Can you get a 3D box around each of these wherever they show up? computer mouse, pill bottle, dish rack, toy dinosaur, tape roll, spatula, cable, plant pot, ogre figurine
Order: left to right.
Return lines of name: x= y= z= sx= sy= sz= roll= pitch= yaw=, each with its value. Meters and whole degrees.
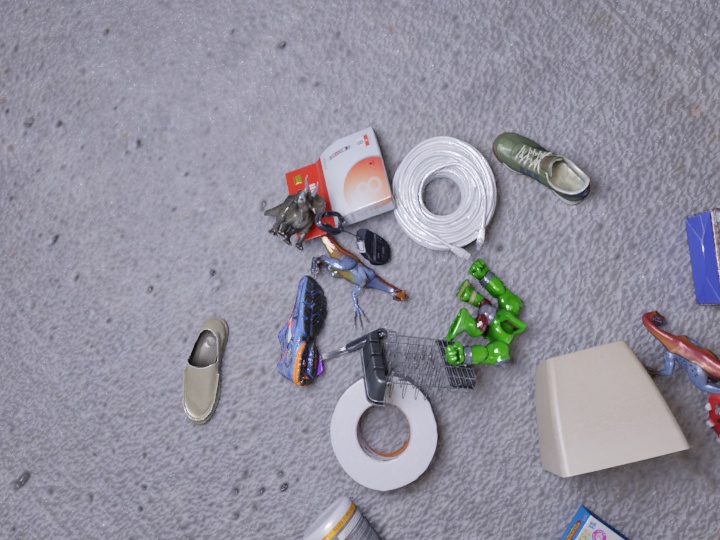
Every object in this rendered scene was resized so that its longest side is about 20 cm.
toy dinosaur: x=-0.117 y=-0.101 z=1.055 sx=0.076 sy=0.199 sz=0.104 roll=33 pitch=82 yaw=-21
spatula: x=-0.040 y=0.153 z=1.108 sx=0.195 sy=0.021 sz=0.058 roll=-23 pitch=68 yaw=1
computer mouse: x=-0.015 y=-0.056 z=1.050 sx=0.033 sy=0.198 sz=0.061 roll=-14 pitch=61 yaw=39
pill bottle: x=-0.004 y=0.520 z=1.040 sx=0.116 sy=0.116 sz=0.201 roll=-40 pitch=84 yaw=2
toy dinosaur: x=0.000 y=0.000 z=1.083 sx=0.175 sy=0.105 sz=0.207 roll=5 pitch=77 yaw=-13
tape roll: x=0.044 y=0.291 z=1.072 sx=0.193 sy=0.066 sz=0.208 roll=0 pitch=87 yaw=6
dish rack: x=0.102 y=0.172 z=1.032 sx=0.193 sy=0.155 sz=0.056 roll=6 pitch=121 yaw=-9
cable: x=0.155 y=-0.140 z=1.082 sx=0.194 sy=0.069 sz=0.206 roll=20 pitch=89 yaw=8
ogre figurine: x=0.225 y=0.091 z=1.042 sx=0.117 sy=0.203 sz=0.099 roll=26 pitch=132 yaw=-4
plant pot: x=0.394 y=0.228 z=0.988 sx=0.193 sy=0.200 sz=0.183 roll=-14 pitch=73 yaw=5
toy dinosaur: x=0.564 y=0.134 z=0.983 sx=0.104 sy=0.201 sz=0.183 roll=-31 pitch=74 yaw=-23

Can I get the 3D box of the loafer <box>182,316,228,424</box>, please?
loafer: x=-0.303 y=0.190 z=1.108 sx=0.073 sy=0.068 sz=0.207 roll=8 pitch=88 yaw=6

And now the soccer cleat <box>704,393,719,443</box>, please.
soccer cleat: x=0.675 y=0.293 z=1.014 sx=0.083 sy=0.069 sz=0.204 roll=-27 pitch=88 yaw=-6

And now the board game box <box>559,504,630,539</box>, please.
board game box: x=0.426 y=0.564 z=1.025 sx=0.197 sy=0.056 sz=0.199 roll=33 pitch=90 yaw=6

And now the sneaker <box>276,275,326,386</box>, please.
sneaker: x=-0.119 y=0.109 z=1.094 sx=0.076 sy=0.075 sz=0.207 roll=2 pitch=76 yaw=31

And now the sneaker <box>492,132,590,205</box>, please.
sneaker: x=0.332 y=-0.195 z=1.055 sx=0.198 sy=0.090 sz=0.068 roll=35 pitch=91 yaw=6

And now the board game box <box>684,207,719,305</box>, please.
board game box: x=0.692 y=-0.032 z=1.009 sx=0.193 sy=0.097 sz=0.165 roll=-7 pitch=86 yaw=5

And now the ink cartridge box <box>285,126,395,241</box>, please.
ink cartridge box: x=-0.046 y=-0.162 z=1.082 sx=0.194 sy=0.050 sz=0.167 roll=-17 pitch=64 yaw=5
